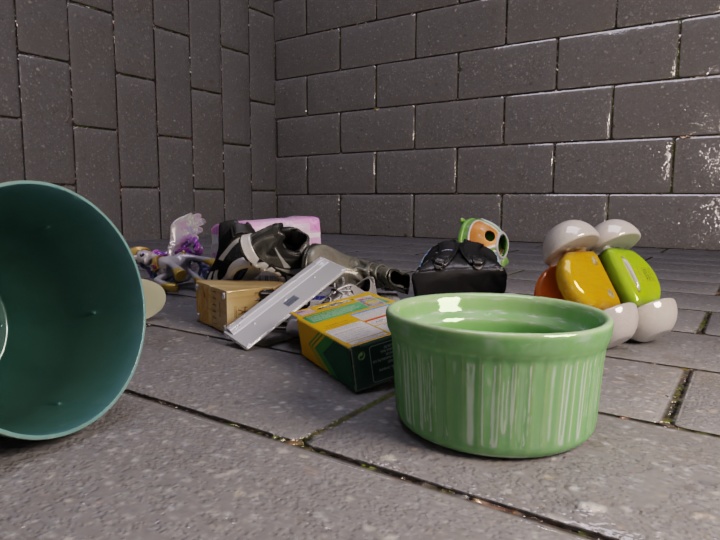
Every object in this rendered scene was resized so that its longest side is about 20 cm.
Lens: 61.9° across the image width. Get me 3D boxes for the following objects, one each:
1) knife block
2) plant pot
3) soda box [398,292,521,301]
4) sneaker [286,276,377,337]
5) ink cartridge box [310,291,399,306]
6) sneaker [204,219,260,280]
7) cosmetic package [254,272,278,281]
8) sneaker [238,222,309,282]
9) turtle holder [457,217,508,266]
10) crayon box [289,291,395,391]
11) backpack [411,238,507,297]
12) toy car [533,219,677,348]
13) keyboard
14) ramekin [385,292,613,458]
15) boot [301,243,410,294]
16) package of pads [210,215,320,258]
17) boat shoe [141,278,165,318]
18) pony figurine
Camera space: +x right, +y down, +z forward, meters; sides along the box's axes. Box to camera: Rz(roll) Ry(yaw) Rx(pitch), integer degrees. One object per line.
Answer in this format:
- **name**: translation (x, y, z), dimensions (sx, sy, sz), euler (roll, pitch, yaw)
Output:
- **knife block**: translation (-0.153, 0.052, 0.959), dimensions (0.172, 0.066, 0.198), euler (-4, 7, -35)
- **plant pot**: translation (-0.315, 0.042, 0.518), dimensions (0.157, 0.207, 0.199), euler (-10, 1, 26)
- **soda box**: translation (0.146, 0.071, 0.797), dimensions (0.194, 0.066, 0.068), euler (-3, 8, -25)
- **sneaker**: translation (-0.040, 0.052, 0.872), dimensions (0.073, 0.085, 0.198), euler (4, 8, 31)
- **ink cartridge box**: translation (-0.029, 0.058, 1.037), dimensions (0.193, 0.038, 0.095), euler (3, 7, 0)
- **sneaker**: translation (-0.230, -0.019, 1.055), dimensions (0.071, 0.115, 0.199), euler (4, -25, -35)
- **cosmetic package**: translation (-0.159, 0.016, 1.197), dimensions (0.109, 0.084, 0.200), euler (1, 6, 6)
- **sneaker**: translation (-0.108, -0.021, 0.988), dimensions (0.089, 0.068, 0.199), euler (-28, -31, 17)
- **turtle holder**: translation (0.347, -0.058, 1.688), dimensions (0.129, 0.189, 0.141), euler (5, 39, 37)
- **crayon box**: translation (0.004, 0.077, 0.721), dimensions (0.122, 0.053, 0.199), euler (-14, 12, -23)
- **backpack**: translation (0.176, 0.010, 1.067), dimensions (0.158, 0.158, 0.201), euler (-4, 27, 9)
- **toy car**: translation (0.335, 0.032, 0.864), dimensions (0.195, 0.179, 0.151), euler (-4, -29, -28)
- **keyboard**: translation (-0.104, 0.042, 0.856), dimensions (0.055, 0.011, 0.199), euler (27, 51, 32)
- **ramekin**: translation (0.118, 0.084, 0.533), dimensions (0.193, 0.101, 0.200), euler (1, 6, 0)
- **boot**: translation (0.000, 0.000, 0.989), dimensions (0.127, 0.070, 0.198), euler (4, -6, 30)
- **package of pads**: translation (-0.186, -0.064, 1.180), dimensions (0.195, 0.078, 0.119), euler (-8, 9, -32)
- **boat shoe**: translation (-0.409, 0.052, 0.950), dimensions (0.196, 0.074, 0.062), euler (-11, 10, -41)
- **pony figurine**: translation (-0.399, -0.023, 1.326), dimensions (0.197, 0.171, 0.191), euler (23, 26, 32)
